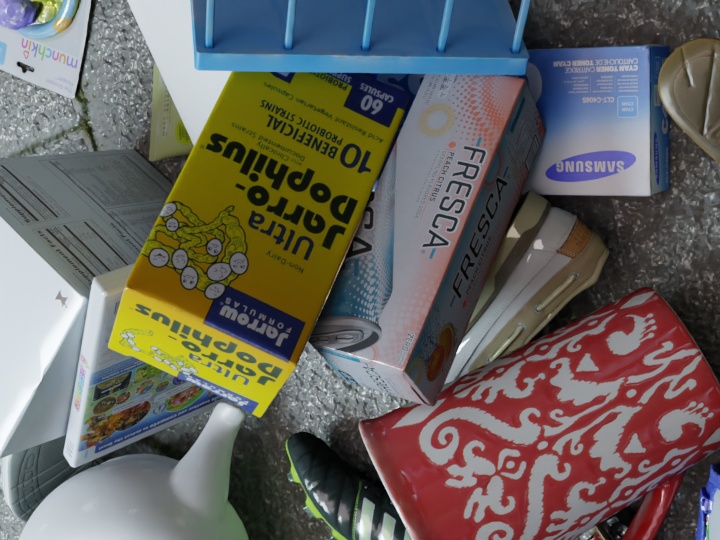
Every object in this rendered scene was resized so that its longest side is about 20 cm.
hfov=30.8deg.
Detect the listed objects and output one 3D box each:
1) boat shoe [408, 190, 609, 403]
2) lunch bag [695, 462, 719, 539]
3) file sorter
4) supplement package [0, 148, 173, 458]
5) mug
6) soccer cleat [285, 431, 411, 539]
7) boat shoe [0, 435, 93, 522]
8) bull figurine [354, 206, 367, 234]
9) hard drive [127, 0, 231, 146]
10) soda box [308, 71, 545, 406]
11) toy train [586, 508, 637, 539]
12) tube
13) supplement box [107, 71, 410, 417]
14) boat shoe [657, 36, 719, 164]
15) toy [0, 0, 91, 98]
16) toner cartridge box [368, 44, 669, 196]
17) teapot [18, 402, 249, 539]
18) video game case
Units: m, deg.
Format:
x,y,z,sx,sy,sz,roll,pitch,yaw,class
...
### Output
x,y,z,sx,sy,sz,roll,pitch,yaw,class
0.093,0.043,0.873,0.068,0.075,0.200,29,127,2,boat shoe
0.291,0.207,0.761,0.199,0.124,0.171,8,103,21,lunch bag
0.000,-0.206,0.779,0.199,0.139,0.123,0,134,-10,file sorter
-0.218,0.015,0.976,0.151,0.200,0.152,42,115,18,supplement package
0.124,0.116,0.822,0.200,0.178,0.134,-30,46,1,mug
0.025,0.186,0.950,0.081,0.068,0.200,-43,76,9,soccer cleat
-0.256,0.161,1.053,0.065,0.074,0.202,47,160,23,boat shoe
0.000,0.000,0.923,0.200,0.065,0.122,19,109,38,bull figurine
-0.102,-0.194,0.921,0.132,0.027,0.201,-29,83,31,hard drive
0.044,-0.025,0.793,0.068,0.064,0.201,14,70,27,soda box
0.175,0.187,0.876,0.046,0.034,0.200,-42,77,39,toy train
-0.079,-0.120,0.964,0.199,0.058,0.052,2,136,32,tube
-0.062,-0.031,0.810,0.109,0.201,0.110,24,154,-5,supplement box
0.257,-0.060,0.770,0.074,0.066,0.200,-37,92,28,boat shoe
-0.269,-0.251,1.053,0.115,0.047,0.201,24,108,27,toy
0.102,-0.099,0.867,0.199,0.043,0.095,2,100,29,toner cartridge box
-0.172,0.216,1.020,0.199,0.146,0.198,-7,126,7,teapot
-0.136,0.054,0.931,0.018,0.143,0.200,49,141,25,video game case
